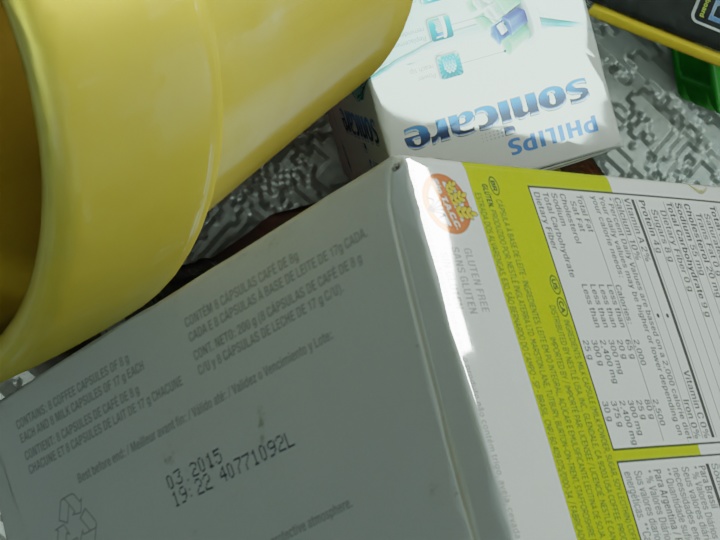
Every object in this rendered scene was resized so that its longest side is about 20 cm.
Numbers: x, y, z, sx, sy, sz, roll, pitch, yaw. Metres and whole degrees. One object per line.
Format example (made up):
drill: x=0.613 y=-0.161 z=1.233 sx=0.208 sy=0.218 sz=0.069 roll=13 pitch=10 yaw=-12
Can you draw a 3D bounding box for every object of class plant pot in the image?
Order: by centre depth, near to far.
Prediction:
plant pot: x=-0.090 y=-0.088 z=0.680 sx=0.189 sy=0.201 sz=0.201 roll=-29 pitch=103 yaw=-41

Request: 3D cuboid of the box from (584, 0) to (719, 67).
box: x=0.185 y=-0.153 z=0.750 sx=0.160 sy=0.049 sz=0.200 roll=24 pitch=104 yaw=12

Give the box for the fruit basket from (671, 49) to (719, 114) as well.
fruit basket: x=0.213 y=-0.155 z=0.834 sx=0.216 sy=0.156 sz=0.216 roll=0 pitch=98 yaw=-2

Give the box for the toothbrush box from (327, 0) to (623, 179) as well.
toothbrush box: x=0.016 y=-0.132 z=0.809 sx=0.085 sy=0.146 sz=0.200 roll=-16 pitch=98 yaw=-6

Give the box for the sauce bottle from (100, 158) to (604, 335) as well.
sauce bottle: x=0.000 y=0.000 z=0.846 sx=0.200 sy=0.066 sz=0.066 roll=-11 pitch=98 yaw=-20

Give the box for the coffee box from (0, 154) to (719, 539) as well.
coffee box: x=0.034 y=0.099 z=0.696 sx=0.198 sy=0.200 sz=0.200 roll=1 pitch=67 yaw=-48
